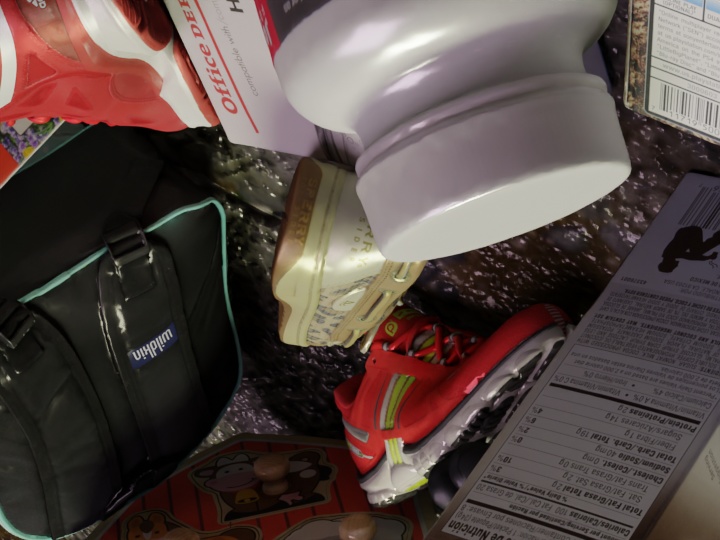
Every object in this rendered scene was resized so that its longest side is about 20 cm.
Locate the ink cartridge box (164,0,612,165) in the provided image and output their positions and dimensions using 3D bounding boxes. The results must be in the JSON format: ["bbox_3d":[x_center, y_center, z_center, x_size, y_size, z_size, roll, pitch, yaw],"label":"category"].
[{"bbox_3d":[-0.011,-0.105,0.782,0.199,0.067,0.116,12,140,39],"label":"ink cartridge box"}]

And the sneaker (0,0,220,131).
[{"bbox_3d":[-0.130,-0.090,0.828,0.200,0.115,0.079,52,-160,-76],"label":"sneaker"}]

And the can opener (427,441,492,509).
[{"bbox_3d":[0.125,0.115,0.872,0.199,0.079,0.063,23,145,-16],"label":"can opener"}]

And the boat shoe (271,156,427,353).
[{"bbox_3d":[0.000,0.000,0.865,0.062,0.074,0.200,12,176,4],"label":"boat shoe"}]

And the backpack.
[{"bbox_3d":[-0.154,0.032,1.019,0.153,0.175,0.201,38,155,37],"label":"backpack"}]

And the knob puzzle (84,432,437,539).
[{"bbox_3d":[-0.054,0.124,1.036,0.218,0.219,0.031,10,119,40],"label":"knob puzzle"}]

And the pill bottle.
[{"bbox_3d":[0.015,-0.111,0.618,0.111,0.110,0.202,-36,68,59],"label":"pill bottle"}]

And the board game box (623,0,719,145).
[{"bbox_3d":[0.166,-0.115,0.544,0.158,0.097,0.201,25,147,23],"label":"board game box"}]

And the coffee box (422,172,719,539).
[{"bbox_3d":[0.119,0.075,0.743,0.079,0.200,0.114,13,141,37],"label":"coffee box"}]

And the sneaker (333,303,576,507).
[{"bbox_3d":[0.034,0.051,0.932,0.085,0.077,0.200,64,149,10],"label":"sneaker"}]

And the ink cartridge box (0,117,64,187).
[{"bbox_3d":[-0.188,-0.060,0.904,0.050,0.200,0.109,50,148,-18],"label":"ink cartridge box"}]
